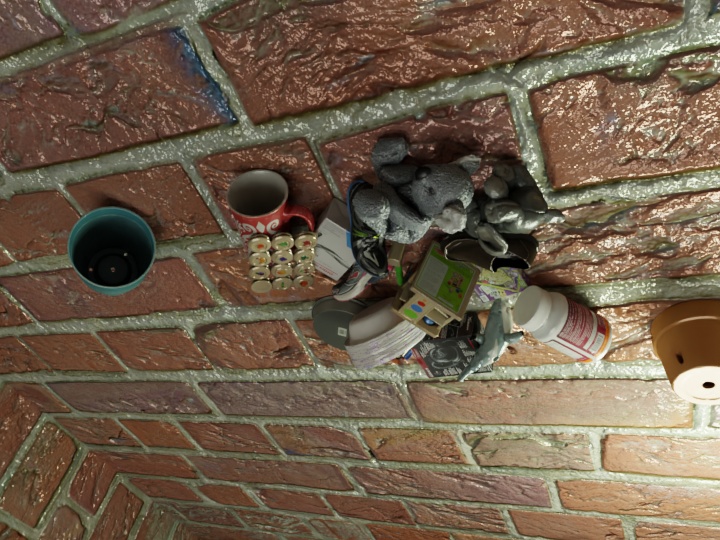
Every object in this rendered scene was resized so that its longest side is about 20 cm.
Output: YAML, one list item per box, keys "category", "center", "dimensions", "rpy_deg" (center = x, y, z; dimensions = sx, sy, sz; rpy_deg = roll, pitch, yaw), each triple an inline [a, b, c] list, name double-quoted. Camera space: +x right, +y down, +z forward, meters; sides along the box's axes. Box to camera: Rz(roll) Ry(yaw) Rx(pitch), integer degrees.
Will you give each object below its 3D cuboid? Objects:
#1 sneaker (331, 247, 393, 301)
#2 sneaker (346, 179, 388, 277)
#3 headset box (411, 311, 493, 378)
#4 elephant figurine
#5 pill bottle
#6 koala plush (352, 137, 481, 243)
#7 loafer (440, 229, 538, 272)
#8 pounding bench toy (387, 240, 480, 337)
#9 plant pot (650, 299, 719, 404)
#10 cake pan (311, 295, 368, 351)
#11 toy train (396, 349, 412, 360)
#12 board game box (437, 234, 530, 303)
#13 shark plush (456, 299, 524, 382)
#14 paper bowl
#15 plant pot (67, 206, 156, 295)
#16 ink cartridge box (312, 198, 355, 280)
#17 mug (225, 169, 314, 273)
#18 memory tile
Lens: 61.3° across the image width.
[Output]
- category: "sneaker"
  center: [0.000, 0.000, 1.395]
  dimensions: [0.075, 0.081, 0.199]
  rpy_deg: [46, 126, -9]
- category: "sneaker"
  center: [0.018, -0.081, 1.230]
  dimensions: [0.082, 0.069, 0.205]
  rpy_deg: [22, 125, 64]
- category: "headset box"
  center: [0.216, 0.190, 1.513]
  dimensions: [0.196, 0.078, 0.150]
  rpy_deg: [-11, 131, 32]
- category: "elephant figurine"
  center: [0.251, -0.105, 1.158]
  dimensions: [0.139, 0.158, 0.200]
  rpy_deg: [-16, 163, -27]
- category: "pill bottle"
  center: [0.433, 0.114, 1.309]
  dimensions: [0.197, 0.111, 0.110]
  rpy_deg: [26, 140, -16]
- category: "koala plush"
  center: [0.124, -0.139, 1.106]
  dimensions: [0.197, 0.181, 0.184]
  rpy_deg: [-6, 144, 40]
- category: "loafer"
  center: [0.254, -0.038, 1.211]
  dimensions: [0.195, 0.072, 0.074]
  rpy_deg: [1, 137, 18]
- category: "pounding bench toy"
  center: [0.125, 0.027, 1.312]
  dimensions: [0.197, 0.126, 0.156]
  rpy_deg: [32, 152, -5]
- category: "plant pot"
  center: [0.714, 0.180, 1.261]
  dimensions: [0.195, 0.142, 0.203]
  rpy_deg: [11, 138, 9]
- category: "cake pan"
  center: [-0.040, 0.147, 1.595]
  dimensions: [0.195, 0.037, 0.203]
  rpy_deg: [11, 139, 10]
- category: "toy train"
  center: [0.100, 0.206, 1.535]
  dimensions: [0.046, 0.034, 0.200]
  rpy_deg: [46, 171, 5]
- category: "board game box"
  center: [0.267, -0.015, 1.305]
  dimensions: [0.118, 0.033, 0.200]
  rpy_deg: [-16, 128, 38]
- category: "shark plush"
  center: [0.285, 0.167, 1.410]
  dimensions: [0.083, 0.091, 0.201]
  rpy_deg: [35, 104, -17]
- category: "paper bowl"
  center: [0.052, 0.137, 1.434]
  dimensions: [0.198, 0.200, 0.106]
  rpy_deg: [-24, 97, 38]
- category: "plant pot"
  center: [-0.617, -0.028, 1.520]
  dimensions: [0.197, 0.204, 0.188]
  rpy_deg: [28, 155, -11]
- category: "ink cartridge box"
  center: [-0.064, -0.055, 1.358]
  dimensions: [0.114, 0.068, 0.200]
  rpy_deg: [29, 138, -13]
- category: "mug"
  center: [-0.194, -0.086, 1.315]
  dimensions: [0.176, 0.133, 0.202]
  rpy_deg: [36, 151, 26]
- category: "memory tile"
  center: [-0.171, -0.015, 1.330]
  dimensions: [0.149, 0.017, 0.202]
  rpy_deg: [-3, 146, -10]
